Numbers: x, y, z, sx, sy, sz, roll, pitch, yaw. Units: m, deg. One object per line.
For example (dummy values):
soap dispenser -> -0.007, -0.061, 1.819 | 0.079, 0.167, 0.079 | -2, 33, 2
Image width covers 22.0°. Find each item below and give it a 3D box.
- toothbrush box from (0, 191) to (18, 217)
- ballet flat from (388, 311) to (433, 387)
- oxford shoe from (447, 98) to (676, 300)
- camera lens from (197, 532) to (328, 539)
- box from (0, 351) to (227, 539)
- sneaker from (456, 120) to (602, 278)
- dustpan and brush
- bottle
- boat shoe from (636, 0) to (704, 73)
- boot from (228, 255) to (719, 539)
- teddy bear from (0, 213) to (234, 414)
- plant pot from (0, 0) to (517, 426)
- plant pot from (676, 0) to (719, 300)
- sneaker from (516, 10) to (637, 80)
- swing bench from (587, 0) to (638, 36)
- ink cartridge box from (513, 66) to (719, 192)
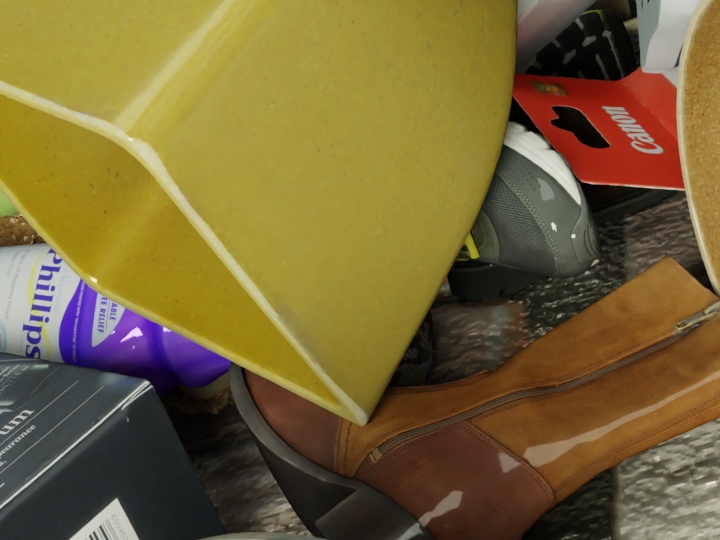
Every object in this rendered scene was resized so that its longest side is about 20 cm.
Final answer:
toothbrush box -> -0.132, -0.062, 1.076 | 0.199, 0.146, 0.086 | -10, 21, 27
ballet flat -> 0.000, 0.000, 0.945 | 0.072, 0.072, 0.200 | -21, 25, 2
oxford shoe -> 0.119, -0.069, 0.967 | 0.200, 0.085, 0.073 | -33, 25, -25
camera lens -> -0.034, 0.183, 0.507 | 0.159, 0.160, 0.200 | -14, 26, 18
box -> -0.180, 0.120, 0.815 | 0.200, 0.107, 0.148 | 5, 37, 46
sneaker -> 0.026, -0.025, 0.857 | 0.085, 0.075, 0.200 | -39, 35, -24
dustpan and brush -> 0.046, -0.117, 0.980 | 0.200, 0.057, 0.139 | -43, -7, 29
bottle -> -0.124, 0.026, 0.912 | 0.199, 0.065, 0.084 | -3, 66, 26
boat shoe -> 0.172, -0.130, 0.834 | 0.090, 0.071, 0.200 | -4, 3, 5
boot -> 0.054, 0.044, 0.797 | 0.200, 0.069, 0.188 | -33, 28, -9
teddy bear -> -0.124, 0.020, 0.994 | 0.199, 0.067, 0.146 | -5, 65, 26
plant pot -> -0.045, -0.092, 0.777 | 0.194, 0.196, 0.200 | 23, 68, 41
plant pot -> 0.255, -0.046, 0.730 | 0.199, 0.187, 0.186 | -15, 24, -10
sneaker -> 0.077, -0.090, 1.060 | 0.200, 0.074, 0.081 | -33, 24, -25
swing bench -> 0.080, -0.204, 1.218 | 0.198, 0.130, 0.200 | -19, 20, 9
ink cartridge box -> 0.182, -0.081, 0.881 | 0.199, 0.057, 0.163 | 8, 21, -14
